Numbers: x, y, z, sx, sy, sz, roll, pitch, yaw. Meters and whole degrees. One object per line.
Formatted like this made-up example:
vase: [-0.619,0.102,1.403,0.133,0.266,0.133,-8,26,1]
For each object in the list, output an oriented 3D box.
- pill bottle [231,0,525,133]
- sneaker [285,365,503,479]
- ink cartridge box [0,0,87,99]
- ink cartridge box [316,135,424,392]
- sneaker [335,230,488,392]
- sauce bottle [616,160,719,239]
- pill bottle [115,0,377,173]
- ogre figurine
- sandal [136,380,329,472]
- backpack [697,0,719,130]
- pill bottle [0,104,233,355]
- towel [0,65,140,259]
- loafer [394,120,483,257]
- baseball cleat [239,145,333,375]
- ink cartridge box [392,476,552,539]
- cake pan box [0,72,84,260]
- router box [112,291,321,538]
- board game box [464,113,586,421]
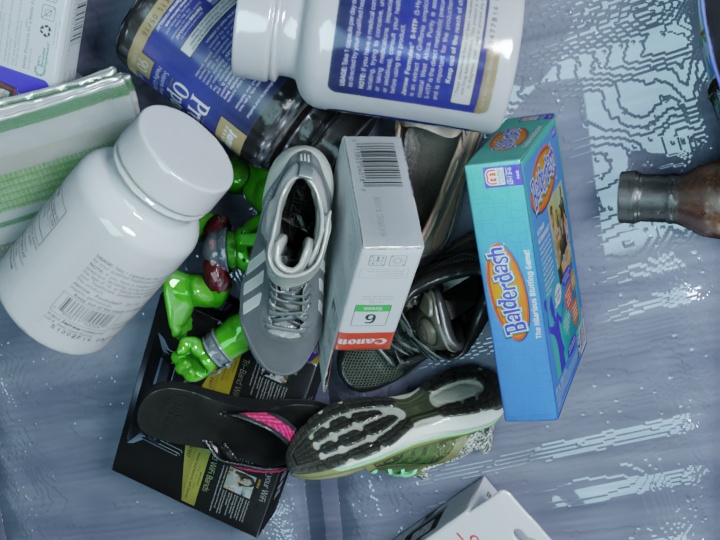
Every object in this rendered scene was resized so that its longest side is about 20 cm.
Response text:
pill bottle: [0.011,-0.172,0.913,0.199,0.120,0.120,8,112,-2]
sneaker: [0.036,0.154,1.072,0.199,0.077,0.089,-14,124,-10]
ink cartridge box: [-0.336,-0.193,1.064,0.199,0.043,0.199,19,115,8]
ink cartridge box: [0.000,0.000,0.994,0.050,0.109,0.200,-1,143,-12]
sneaker: [0.041,0.047,1.042,0.199,0.114,0.076,-36,93,28]
sauce bottle: [0.296,-0.054,0.946,0.199,0.066,0.066,5,111,19]
pill bottle: [-0.088,-0.154,1.012,0.200,0.112,0.112,39,116,3]
ogre figurine: [-0.106,-0.012,1.070,0.119,0.201,0.098,-5,150,10]
sandal: [-0.094,0.144,1.077,0.199,0.045,0.075,13,116,-24]
backpack: [0.324,-0.147,0.846,0.182,0.147,0.201,-19,79,22]
pill bottle: [-0.195,-0.033,1.007,0.114,0.114,0.200,45,118,-1]
towel: [-0.249,-0.069,1.072,0.149,0.031,0.201,-17,132,-12]
loafer: [0.058,-0.102,1.003,0.072,0.063,0.201,13,109,16]
baseball cleat: [-0.060,0.007,0.960,0.069,0.107,0.201,4,116,-1]
ink cartridge box: [0.099,0.270,1.126,0.200,0.067,0.116,-40,93,27]
cake pan box: [-0.310,-0.098,1.142,0.184,0.052,0.200,32,116,7]
router box: [-0.130,0.127,1.160,0.157,0.052,0.201,24,115,9]
board game box: [0.132,-0.006,0.969,0.045,0.152,0.201,-4,107,20]
